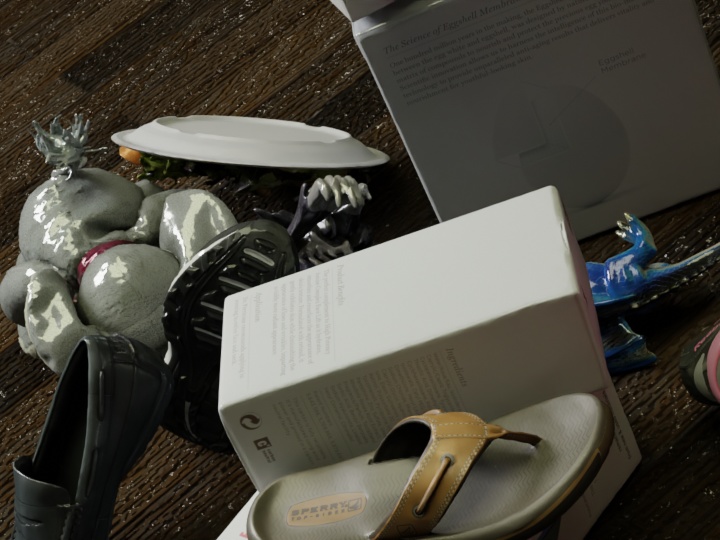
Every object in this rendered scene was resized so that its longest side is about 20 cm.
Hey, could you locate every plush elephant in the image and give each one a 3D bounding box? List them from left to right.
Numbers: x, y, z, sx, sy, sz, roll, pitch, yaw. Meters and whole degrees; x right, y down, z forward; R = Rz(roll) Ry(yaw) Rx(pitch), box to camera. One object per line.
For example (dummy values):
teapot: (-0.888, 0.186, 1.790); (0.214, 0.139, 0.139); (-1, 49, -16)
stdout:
plush elephant: (-0.157, 0.010, 1.212); (0.164, 0.201, 0.155); (-24, 53, -9)

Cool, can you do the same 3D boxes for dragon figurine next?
dragon figurine: (0.144, 0.022, 1.074); (0.198, 0.059, 0.100); (-7, 40, 27)

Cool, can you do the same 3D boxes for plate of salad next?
plate of salad: (-0.078, -0.079, 1.297); (0.198, 0.049, 0.200); (5, 10, -1)

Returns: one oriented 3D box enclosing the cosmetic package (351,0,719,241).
cosmetic package: (0.118, -0.134, 1.162); (0.198, 0.201, 0.123); (-20, 36, 9)

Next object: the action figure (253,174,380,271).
action figure: (0.000, 0.000, 1.151); (0.102, 0.118, 0.201); (-48, 32, 31)

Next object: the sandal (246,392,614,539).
sandal: (0.028, 0.100, 0.908); (0.198, 0.055, 0.082); (-13, 39, 19)

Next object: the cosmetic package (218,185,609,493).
cosmetic package: (0.027, 0.038, 0.975); (0.198, 0.074, 0.102); (-17, 35, 11)

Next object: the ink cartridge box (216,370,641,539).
ink cartridge box: (0.035, 0.127, 0.991); (0.145, 0.088, 0.200); (13, 50, 42)

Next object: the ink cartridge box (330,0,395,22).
ink cartridge box: (0.015, -0.220, 1.106); (0.116, 0.068, 0.200); (-28, 30, -3)

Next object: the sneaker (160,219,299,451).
sneaker: (-0.081, 0.027, 1.112); (0.073, 0.201, 0.080); (24, 52, -2)

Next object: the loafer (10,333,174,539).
loafer: (-0.179, 0.131, 1.079); (0.068, 0.070, 0.202); (26, 93, 46)

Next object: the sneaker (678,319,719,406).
sneaker: (0.258, 0.022, 0.996); (0.199, 0.080, 0.095); (-23, -2, -17)
